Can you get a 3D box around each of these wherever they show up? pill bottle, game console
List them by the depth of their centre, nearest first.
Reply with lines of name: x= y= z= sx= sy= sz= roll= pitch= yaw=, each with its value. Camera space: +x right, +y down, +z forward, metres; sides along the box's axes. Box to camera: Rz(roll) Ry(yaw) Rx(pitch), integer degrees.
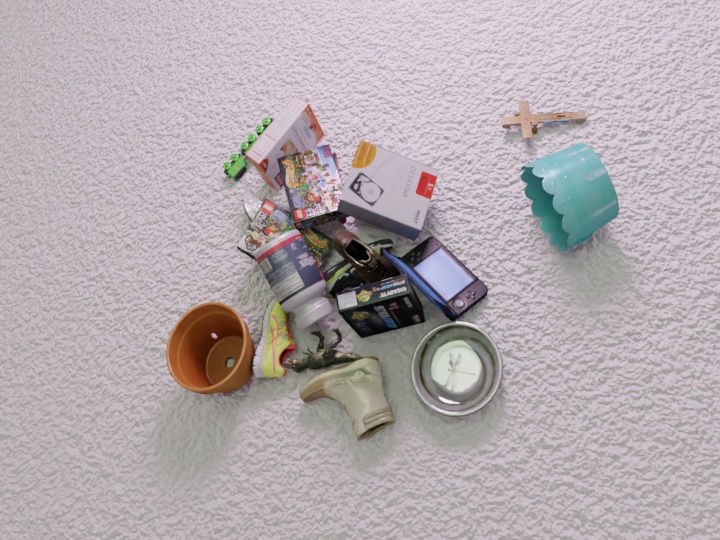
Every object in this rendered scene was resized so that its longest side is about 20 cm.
game console: x=0.163 y=0.000 z=1.526 sx=0.169 sy=0.120 sz=0.200 roll=-34 pitch=61 yaw=-20
pill bottle: x=-0.145 y=0.024 z=1.586 sx=0.118 sy=0.120 sz=0.203 roll=-29 pitch=88 yaw=2

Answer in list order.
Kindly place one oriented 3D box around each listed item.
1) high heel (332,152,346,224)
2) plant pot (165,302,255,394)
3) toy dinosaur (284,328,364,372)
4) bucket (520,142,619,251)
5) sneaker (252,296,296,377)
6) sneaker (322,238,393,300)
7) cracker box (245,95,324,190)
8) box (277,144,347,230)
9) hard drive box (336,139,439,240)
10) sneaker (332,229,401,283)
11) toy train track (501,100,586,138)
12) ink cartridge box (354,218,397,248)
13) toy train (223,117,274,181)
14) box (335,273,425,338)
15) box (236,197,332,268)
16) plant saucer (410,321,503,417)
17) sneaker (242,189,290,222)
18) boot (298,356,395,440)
high heel: x=-0.060 y=-0.205 z=1.735 sx=0.095 sy=0.067 sz=0.202 roll=-39 pitch=49 yaw=9
plant pot: x=-0.323 y=0.193 z=1.601 sx=0.194 sy=0.140 sz=0.205 roll=-7 pitch=65 yaw=14
toy dinosaur: x=-0.074 y=0.179 z=1.582 sx=0.194 sy=0.047 sz=0.091 roll=-6 pitch=79 yaw=7
bucket: x=0.444 y=-0.159 z=1.489 sx=0.132 sy=0.208 sz=0.211 roll=-25 pitch=62 yaw=2
sneaker: x=-0.184 y=0.153 z=1.620 sx=0.088 sy=0.078 sz=0.206 roll=8 pitch=75 yaw=11
sneaker: x=0.000 y=0.000 z=1.640 sx=0.197 sy=0.072 sz=0.084 roll=-31 pitch=94 yaw=2
cracker box: x=-0.189 y=-0.322 z=1.786 sx=0.057 sy=0.134 sz=0.201 roll=34 pitch=81 yaw=26
box: x=-0.114 y=-0.200 z=1.678 sx=0.133 sy=0.038 sz=0.204 roll=-15 pitch=58 yaw=-5
hard drive box: x=0.062 y=-0.182 z=1.595 sx=0.195 sy=0.077 sz=0.160 roll=19 pitch=72 yaw=-3
sneaker: x=0.019 y=-0.013 z=1.562 sx=0.071 sy=0.198 sz=0.076 roll=-54 pitch=21 yaw=3
toy train track: x=0.435 y=-0.354 z=1.670 sx=0.194 sy=0.033 sz=0.117 roll=-3 pitch=59 yaw=9
ink cartridge box: x=0.053 y=-0.167 z=1.682 sx=0.113 sy=0.067 sz=0.205 roll=11 pitch=71 yaw=20
toy train: x=-0.289 y=-0.325 z=1.872 sx=0.056 sy=0.042 sz=0.201 roll=38 pitch=82 yaw=17
box: x=0.047 y=0.081 z=1.502 sx=0.155 sy=0.200 sz=0.047 roll=-15 pitch=66 yaw=9
box: x=-0.178 y=-0.062 z=1.676 sx=0.197 sy=0.038 sz=0.139 roll=30 pitch=77 yaw=-2
plant saucer: x=0.205 y=0.211 z=1.482 sx=0.194 sy=0.050 sz=0.206 roll=-7 pitch=66 yaw=15
sneaker: x=-0.224 y=-0.130 z=1.756 sx=0.098 sy=0.078 sz=0.202 roll=-32 pitch=71 yaw=-7
boot: x=-0.031 y=0.291 z=1.511 sx=0.196 sy=0.072 sz=0.158 roll=-23 pitch=68 yaw=12
